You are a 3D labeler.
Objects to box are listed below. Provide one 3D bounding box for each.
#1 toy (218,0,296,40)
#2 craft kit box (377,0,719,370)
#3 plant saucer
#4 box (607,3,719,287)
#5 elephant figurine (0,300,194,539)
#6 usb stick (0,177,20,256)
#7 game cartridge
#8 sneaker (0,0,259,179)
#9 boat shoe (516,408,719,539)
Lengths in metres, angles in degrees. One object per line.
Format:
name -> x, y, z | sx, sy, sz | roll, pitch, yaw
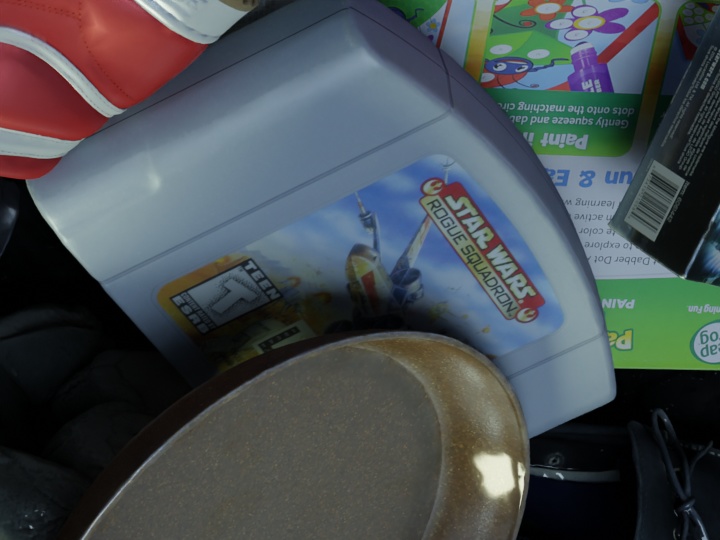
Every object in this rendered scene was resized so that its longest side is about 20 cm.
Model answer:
toy -> -0.113, -0.112, 0.804 | 0.198, 0.047, 0.116 | 3, 122, 3
craft kit box -> 0.061, -0.060, 0.887 | 0.199, 0.049, 0.199 | 2, 117, -14
plant saucer -> -0.032, 0.097, 0.844 | 0.199, 0.032, 0.201 | -27, 137, -28
box -> 0.176, -0.083, 0.853 | 0.136, 0.040, 0.201 | 10, 111, -47
elephant figurine -> -0.123, 0.123, 0.902 | 0.141, 0.155, 0.201 | -31, 141, -43
usb stick -> -0.209, -0.034, 0.841 | 0.199, 0.033, 0.056 | 13, 140, -20
game cartridge -> 0.000, 0.000, 0.848 | 0.133, 0.042, 0.200 | -23, 135, 17
sneaker -> -0.135, -0.105, 0.739 | 0.200, 0.071, 0.112 | 41, 112, -21
boat shoe -> 0.102, 0.091, 0.963 | 0.199, 0.075, 0.062 | 7, 152, -13
